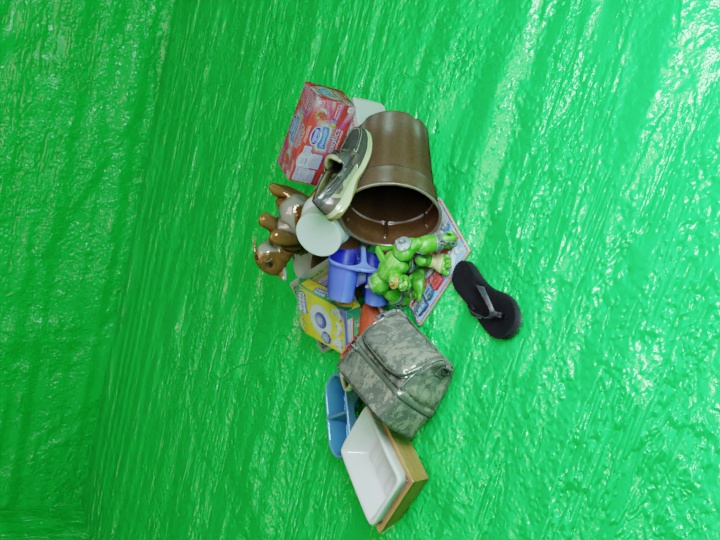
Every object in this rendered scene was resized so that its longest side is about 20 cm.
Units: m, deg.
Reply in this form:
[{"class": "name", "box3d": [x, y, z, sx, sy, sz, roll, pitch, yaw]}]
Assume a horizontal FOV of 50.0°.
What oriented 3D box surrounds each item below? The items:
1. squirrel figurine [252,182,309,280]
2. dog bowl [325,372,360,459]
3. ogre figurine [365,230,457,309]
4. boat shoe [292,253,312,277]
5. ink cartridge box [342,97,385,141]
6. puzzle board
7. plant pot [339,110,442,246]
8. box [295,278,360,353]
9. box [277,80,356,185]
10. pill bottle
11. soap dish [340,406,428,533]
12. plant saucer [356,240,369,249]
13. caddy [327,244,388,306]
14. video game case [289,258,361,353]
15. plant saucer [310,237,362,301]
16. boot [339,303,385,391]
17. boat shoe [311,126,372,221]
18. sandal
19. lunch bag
[{"class": "squirrel figurine", "box3d": [-0.148, -0.074, 1.722, 0.141, 0.199, 0.189, 36, 108, 27]}, {"class": "dog bowl", "box3d": [-0.032, 0.316, 1.684, 0.111, 0.049, 0.204, -31, 60, 52]}, {"class": "ogre figurine", "box3d": [0.087, -0.003, 1.450, 0.199, 0.118, 0.100, -34, 56, 52]}, {"class": "boat shoe", "box3d": [-0.136, -0.028, 1.925, 0.062, 0.072, 0.202, 66, 179, -58]}, {"class": "ink cartridge box", "box3d": [-0.018, -0.265, 1.733, 0.200, 0.081, 0.149, -45, 47, 46]}, {"class": "puzzle board", "box3d": [0.133, -0.017, 1.505, 0.202, 0.017, 0.152, -59, 39, 33]}, {"class": "plant pot", "box3d": [0.060, -0.183, 1.493, 0.200, 0.197, 0.202, -40, 37, 48]}, {"class": "box", "box3d": [-0.079, 0.099, 1.711, 0.198, 0.048, 0.120, 25, 127, 43]}, {"class": "box", "box3d": [-0.099, -0.299, 1.699, 0.096, 0.098, 0.203, 56, 131, 48]}, {"class": "pill bottle", "box3d": [-0.054, -0.124, 1.571, 0.115, 0.113, 0.201, -54, 6, 38]}, {"class": "soap dish", "box3d": [0.046, 0.381, 1.515, 0.159, 0.080, 0.201, -63, 38, 30]}, {"class": "plant saucer", "box3d": [-0.010, -0.064, 1.746, 0.200, 0.019, 0.071, -50, 45, 44]}, {"class": "caddy", "box3d": [0.000, 0.000, 1.578, 0.200, 0.138, 0.107, -105, 21, -78]}, {"class": "video game case", "box3d": [-0.072, 0.080, 1.748, 0.199, 0.022, 0.185, -29, 86, 53]}, {"class": "plant saucer", "box3d": [-0.062, -0.002, 1.770, 0.198, 0.035, 0.205, 6, 97, 53]}, {"class": "boot", "box3d": [0.005, 0.157, 1.600, 0.075, 0.105, 0.205, -22, 65, 56]}, {"class": "boat shoe", "box3d": [-0.034, -0.187, 1.389, 0.071, 0.066, 0.204, -13, 49, 46]}, {"class": "sandal", "box3d": [0.209, 0.054, 1.342, 0.200, 0.042, 0.077, 48, 125, 51]}, {"class": "lunch bag", "box3d": [0.071, 0.186, 1.462, 0.168, 0.139, 0.200, -48, 40, 2]}]
